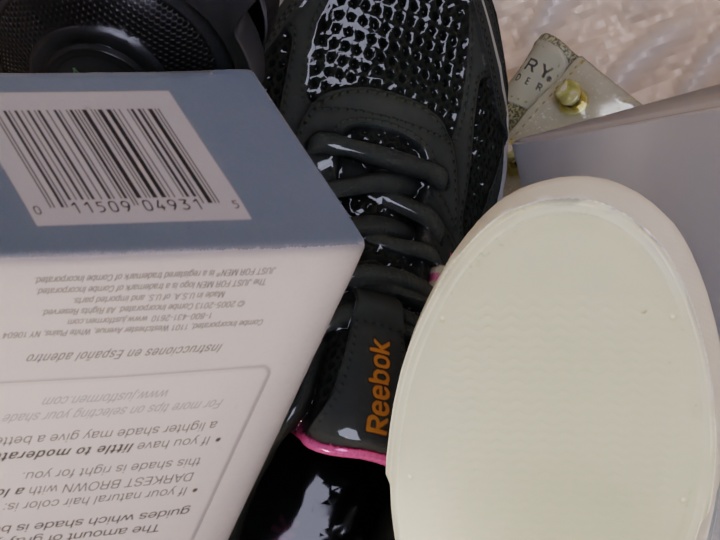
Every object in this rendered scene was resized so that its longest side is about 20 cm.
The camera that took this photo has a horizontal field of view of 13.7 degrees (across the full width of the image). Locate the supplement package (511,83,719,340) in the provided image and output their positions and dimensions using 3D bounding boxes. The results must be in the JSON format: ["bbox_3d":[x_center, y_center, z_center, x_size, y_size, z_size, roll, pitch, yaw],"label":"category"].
[{"bbox_3d":[0.158,0.000,0.731,0.200,0.120,0.121,-14,94,-32],"label":"supplement package"}]

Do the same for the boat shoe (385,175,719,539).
[{"bbox_3d":[0.047,0.061,0.669,0.070,0.072,0.201,5,120,12],"label":"boat shoe"}]

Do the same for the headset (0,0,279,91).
[{"bbox_3d":[-0.065,-0.075,0.680,0.094,0.124,0.200,34,109,-19],"label":"headset"}]

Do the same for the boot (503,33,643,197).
[{"bbox_3d":[0.000,0.000,0.771,0.200,0.072,0.155,35,87,-12],"label":"boot"}]

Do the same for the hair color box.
[{"bbox_3d":[-0.085,0.052,0.648,0.099,0.061,0.200,-2,133,-34],"label":"hair color box"}]

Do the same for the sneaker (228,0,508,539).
[{"bbox_3d":[-0.001,0.019,0.693,0.080,0.086,0.200,8,90,-15],"label":"sneaker"}]
